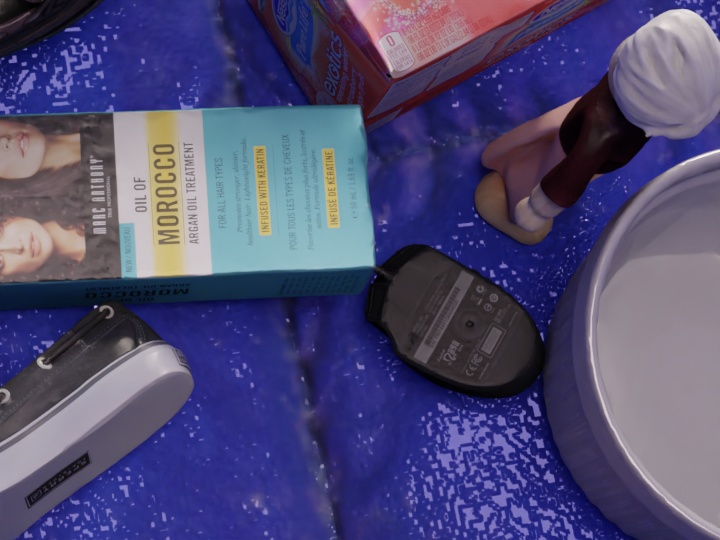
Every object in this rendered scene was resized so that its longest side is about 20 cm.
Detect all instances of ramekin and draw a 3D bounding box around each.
[{"bbox_3d":[0.183,0.049,1.064,0.199,0.105,0.201,4,74,-15],"label":"ramekin"}]

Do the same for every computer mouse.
[{"bbox_3d":[0.000,0.000,1.067,0.200,0.034,0.059,33,74,1],"label":"computer mouse"}]

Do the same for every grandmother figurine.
[{"bbox_3d":[0.111,-0.066,1.023,0.060,0.200,0.121,33,68,-5],"label":"grandmother figurine"}]

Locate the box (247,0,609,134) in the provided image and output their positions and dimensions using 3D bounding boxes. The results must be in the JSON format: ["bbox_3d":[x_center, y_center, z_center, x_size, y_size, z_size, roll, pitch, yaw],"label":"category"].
[{"bbox_3d":[0.057,-0.157,1.086,0.200,0.103,0.095,-30,85,-21],"label":"box"}]

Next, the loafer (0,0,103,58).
[{"bbox_3d":[-0.168,-0.130,0.995,0.200,0.063,0.072,-37,94,2],"label":"loafer"}]

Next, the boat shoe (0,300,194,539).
[{"bbox_3d":[-0.167,0.084,0.976,0.200,0.069,0.057,-33,67,-23],"label":"boat shoe"}]

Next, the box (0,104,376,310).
[{"bbox_3d":[-0.097,-0.029,1.018,0.199,0.049,0.083,-3,75,-9],"label":"box"}]
